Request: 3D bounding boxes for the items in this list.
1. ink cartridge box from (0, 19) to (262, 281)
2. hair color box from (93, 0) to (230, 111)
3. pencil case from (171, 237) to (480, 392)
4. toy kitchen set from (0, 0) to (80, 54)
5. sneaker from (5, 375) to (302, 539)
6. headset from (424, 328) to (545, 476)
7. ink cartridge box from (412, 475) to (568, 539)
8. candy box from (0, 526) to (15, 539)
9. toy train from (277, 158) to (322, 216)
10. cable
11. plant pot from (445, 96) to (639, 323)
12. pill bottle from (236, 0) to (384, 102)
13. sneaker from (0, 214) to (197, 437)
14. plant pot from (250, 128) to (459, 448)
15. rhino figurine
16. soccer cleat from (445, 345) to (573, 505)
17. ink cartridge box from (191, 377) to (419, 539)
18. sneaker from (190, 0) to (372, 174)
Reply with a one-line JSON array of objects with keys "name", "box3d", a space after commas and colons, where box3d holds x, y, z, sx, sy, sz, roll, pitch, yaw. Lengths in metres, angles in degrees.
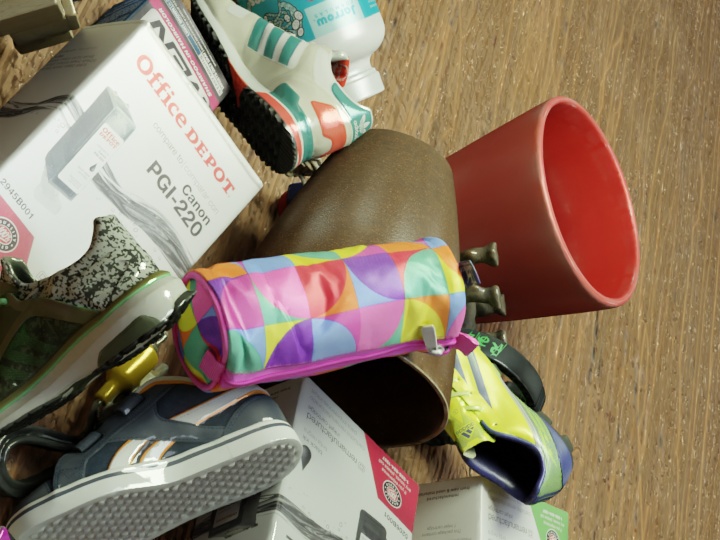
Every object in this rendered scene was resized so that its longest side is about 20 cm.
[{"name": "ink cartridge box", "box3d": [-0.177, -0.042, 1.140, 0.200, 0.084, 0.146, -52, 121, -29]}, {"name": "hair color box", "box3d": [-0.174, -0.118, 1.285, 0.100, 0.060, 0.200, 59, 32, -20]}, {"name": "pencil case", "box3d": [-0.021, 0.028, 1.166, 0.199, 0.088, 0.089, -8, 79, -27]}, {"name": "toy kitchen set", "box3d": [-0.287, -0.210, 1.120, 0.200, 0.179, 0.164, -170, -116, -84]}, {"name": "sneaker", "box3d": [-0.141, 0.124, 1.145, 0.199, 0.079, 0.080, -18, 55, -26]}, {"name": "headset", "box3d": [0.097, 0.138, 1.556, 0.201, 0.123, 0.094, 78, 31, -45]}, {"name": "ink cartridge box", "box3d": [0.105, 0.288, 1.485, 0.146, 0.084, 0.202, 28, 57, -48]}, {"name": "candy box", "box3d": [-0.194, 0.269, 1.038, 0.201, 0.061, 0.137, 56, 33, -27]}, {"name": "toy train", "box3d": [-0.041, -0.020, 1.445, 0.200, 0.084, 0.116, 43, 53, -40]}, {"name": "cable", "box3d": [-0.181, 0.116, 1.188, 0.200, 0.050, 0.098, -28, 115, -48]}, {"name": "plant pot", "box3d": [0.137, -0.039, 1.646, 0.200, 0.176, 0.202, 35, 45, -46]}, {"name": "pill bottle", "box3d": [-0.048, -0.233, 1.507, 0.111, 0.110, 0.201, -35, 104, -59]}, {"name": "sneaker", "box3d": [-0.195, 0.037, 1.049, 0.089, 0.199, 0.077, 58, 6, 4]}, {"name": "plant pot", "box3d": [0.000, 0.000, 1.346, 0.187, 0.186, 0.201, 44, 52, -39]}, {"name": "rhino figurine", "box3d": [0.085, 0.048, 1.574, 0.201, 0.087, 0.060, 76, 13, -55]}, {"name": "soccer cleat", "box3d": [0.087, 0.112, 1.454, 0.200, 0.065, 0.084, 40, 34, 11]}, {"name": "ink cartridge box", "box3d": [-0.041, 0.199, 1.227, 0.145, 0.083, 0.201, 47, 35, -31]}, {"name": "sneaker", "box3d": [-0.062, -0.154, 1.392, 0.200, 0.093, 0.071, 53, -29, 39]}]
